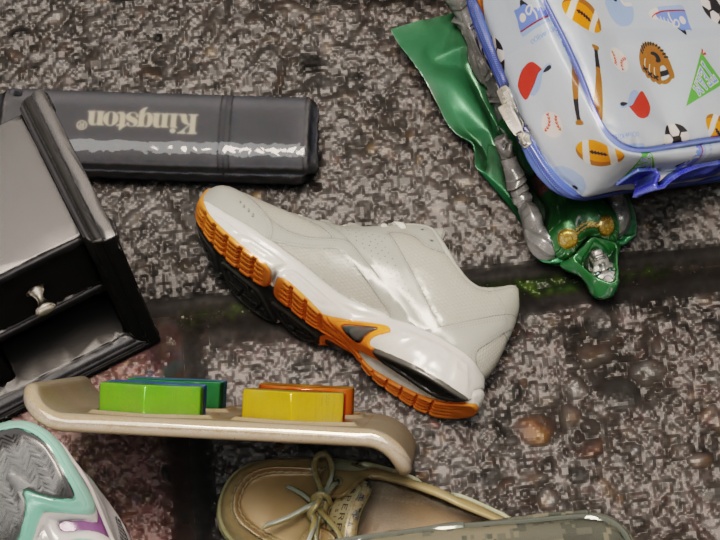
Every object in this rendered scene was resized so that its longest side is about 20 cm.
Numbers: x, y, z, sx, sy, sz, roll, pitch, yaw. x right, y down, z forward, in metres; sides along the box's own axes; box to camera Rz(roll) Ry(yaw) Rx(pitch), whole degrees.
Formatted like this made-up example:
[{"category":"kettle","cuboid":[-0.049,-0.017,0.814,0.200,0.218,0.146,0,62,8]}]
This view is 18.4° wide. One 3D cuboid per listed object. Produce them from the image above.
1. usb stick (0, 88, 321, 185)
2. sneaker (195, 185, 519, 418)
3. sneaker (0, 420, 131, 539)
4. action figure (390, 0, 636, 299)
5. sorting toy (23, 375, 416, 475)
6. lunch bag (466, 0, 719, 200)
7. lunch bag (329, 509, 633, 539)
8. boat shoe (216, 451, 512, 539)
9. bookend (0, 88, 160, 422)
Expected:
[{"category":"usb stick","cuboid":[-0.122,-0.080,1.318,0.199,0.033,0.056,2,74,2]},{"category":"sneaker","cuboid":[0.000,0.000,1.277,0.199,0.076,0.092,33,69,3]},{"category":"sneaker","cuboid":[-0.139,0.175,1.140,0.077,0.140,0.201,-17,81,1]},{"category":"action figure","cuboid":[0.109,-0.075,1.303,0.118,0.055,0.201,-20,77,-8]},{"category":"sorting toy","cuboid":[-0.068,0.075,1.190,0.199,0.185,0.037,7,89,3]},{"category":"lunch bag","cuboid":[0.154,-0.116,1.254,0.199,0.075,0.161,-11,74,-42]},{"category":"lunch bag","cuboid":[0.061,0.222,1.151,0.199,0.168,0.140,-8,60,0]},{"category":"boat shoe","cuboid":[0.017,0.141,1.230,0.199,0.063,0.074,9,73,4]},{"category":"bookend","cuboid":[-0.225,0.017,1.204,0.198,0.200,0.092,-27,73,-8]}]
